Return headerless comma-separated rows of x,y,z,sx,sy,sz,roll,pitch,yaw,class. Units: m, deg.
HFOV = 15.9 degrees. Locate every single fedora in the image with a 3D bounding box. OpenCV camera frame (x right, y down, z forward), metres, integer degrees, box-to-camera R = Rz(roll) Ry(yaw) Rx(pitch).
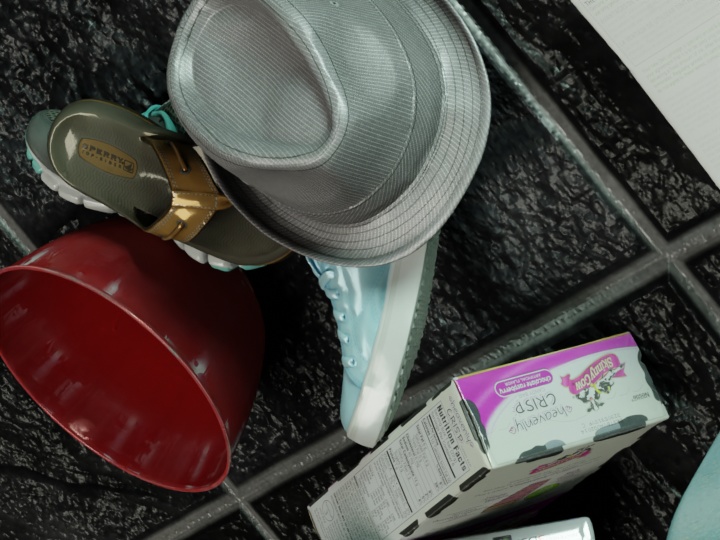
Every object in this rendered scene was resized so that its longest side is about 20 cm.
-0.034,-0.099,1.434,0.200,0.090,0.177,46,111,28,fedora

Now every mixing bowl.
-0.137,0.037,1.684,0.200,0.108,0.200,27,147,19,mixing bowl

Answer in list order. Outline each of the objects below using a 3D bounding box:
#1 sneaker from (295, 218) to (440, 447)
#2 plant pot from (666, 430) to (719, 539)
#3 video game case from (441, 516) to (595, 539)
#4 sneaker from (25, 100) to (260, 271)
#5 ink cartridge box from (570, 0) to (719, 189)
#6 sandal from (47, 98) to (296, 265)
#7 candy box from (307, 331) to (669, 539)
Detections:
0.000,0.000,1.506,0.082,0.074,0.201,11,93,9,sneaker
0.273,0.173,1.366,0.197,0.200,0.196,53,142,-8,plant pot
0.049,0.207,1.599,0.200,0.181,0.023,89,171,-66,video game case
-0.125,-0.076,1.632,0.199,0.078,0.092,23,118,25,sneaker
0.187,-0.136,1.296,0.200,0.048,0.145,51,141,-6,ink cartridge box
-0.114,-0.055,1.556,0.199,0.055,0.082,22,110,24,sandal
0.073,0.115,1.543,0.200,0.136,0.061,-44,65,51,candy box
